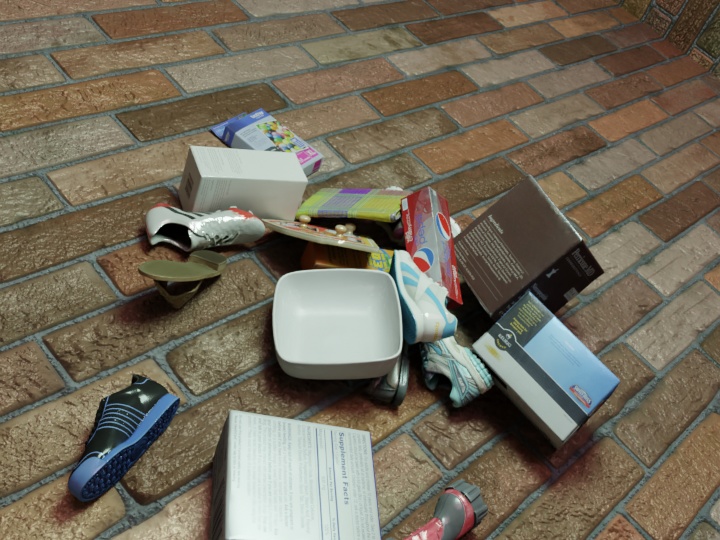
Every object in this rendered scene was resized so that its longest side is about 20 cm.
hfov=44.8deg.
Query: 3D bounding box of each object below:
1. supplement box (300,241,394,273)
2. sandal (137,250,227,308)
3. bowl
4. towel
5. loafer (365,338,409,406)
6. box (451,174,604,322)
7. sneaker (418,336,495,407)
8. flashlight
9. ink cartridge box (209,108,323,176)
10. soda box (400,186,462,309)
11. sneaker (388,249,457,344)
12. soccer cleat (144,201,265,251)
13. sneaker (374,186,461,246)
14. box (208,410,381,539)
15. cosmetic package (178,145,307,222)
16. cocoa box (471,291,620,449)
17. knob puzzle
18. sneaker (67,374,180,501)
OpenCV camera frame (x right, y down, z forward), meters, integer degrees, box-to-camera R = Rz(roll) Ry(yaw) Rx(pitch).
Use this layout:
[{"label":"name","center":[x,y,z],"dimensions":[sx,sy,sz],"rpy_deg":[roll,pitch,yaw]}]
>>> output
[{"label":"supplement box","center":[0.000,0.000,1.493],"dimensions":[0.196,0.069,0.067],"rpy_deg":[9,44,-24]},{"label":"sandal","center":[-0.267,0.022,1.325],"dimensions":[0.076,0.071,0.211],"rpy_deg":[19,14,15]},{"label":"bowl","center":[-0.037,0.090,1.340],"dimensions":[0.195,0.076,0.202],"rpy_deg":[-1,43,-4]},{"label":"towel","center":[-0.005,-0.118,1.572],"dimensions":[0.196,0.023,0.144],"rpy_deg":[3,24,20]},{"label":"loafer","center":[0.044,0.120,1.387],"dimensions":[0.061,0.073,0.202],"rpy_deg":[12,43,-8]},{"label":"box","center":[0.284,-0.018,1.522],"dimensions":[0.165,0.199,0.166],"rpy_deg":[35,19,-54]},{"label":"sneaker","center":[0.123,0.138,1.403],"dimensions":[0.086,0.078,0.200],"rpy_deg":[-40,48,-8]},{"label":"flashlight","center":[0.087,0.349,1.160],"dimensions":[0.198,0.069,0.068],"rpy_deg":[-19,58,-42]},{"label":"ink cartridge box","center":[-0.180,-0.245,1.683],"dimensions":[0.198,0.042,0.119],"rpy_deg":[36,40,14]},{"label":"soda box","center":[0.120,-0.033,1.485],"dimensions":[0.070,0.062,0.204],"rpy_deg":[28,49,-49]},{"label":"sneaker","center":[0.092,0.041,1.384],"dimensions":[0.079,0.078,0.202],"rpy_deg":[-1,39,-15]},{"label":"soccer cleat","center":[-0.252,-0.062,1.418],"dimensions":[0.195,0.070,0.086],"rpy_deg":[7,37,-16]},{"label":"sneaker","center":[0.102,-0.073,1.627],"dimensions":[0.198,0.083,0.088],"rpy_deg":[30,40,18]},{"label":"box","center":[-0.084,0.292,1.097],"dimensions":[0.196,0.106,0.186],"rpy_deg":[12,41,-16]},{"label":"cosmetic package","center":[-0.202,-0.143,1.504],"dimensions":[0.196,0.109,0.086],"rpy_deg":[0,45,-32]},{"label":"cocoa box","center":[0.291,0.159,1.382],"dimensions":[0.131,0.134,0.200],"rpy_deg":[-43,71,-5]},{"label":"knob puzzle","center":[-0.071,-0.072,1.480],"dimensions":[0.214,0.031,0.220],"rpy_deg":[11,8,-2]},{"label":"sneaker","center":[-0.312,0.206,1.099],"dimensions":[0.077,0.071,0.200],"rpy_deg":[28,33,10]}]
